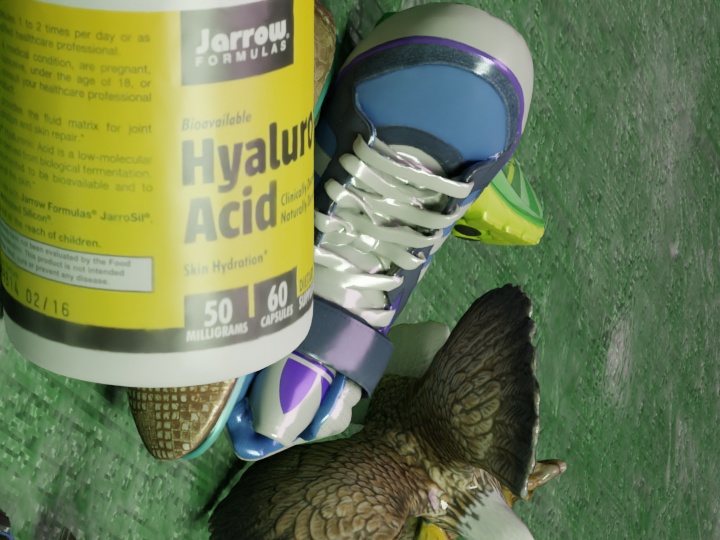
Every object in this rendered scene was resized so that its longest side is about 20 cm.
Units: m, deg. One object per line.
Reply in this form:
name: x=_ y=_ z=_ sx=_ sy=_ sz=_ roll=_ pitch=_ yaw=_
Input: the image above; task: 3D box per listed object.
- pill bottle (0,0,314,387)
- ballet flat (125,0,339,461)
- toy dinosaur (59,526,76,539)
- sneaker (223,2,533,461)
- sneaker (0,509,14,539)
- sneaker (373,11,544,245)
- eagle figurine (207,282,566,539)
pill bottle: x=-0.071 y=-0.071 z=0.957 sx=0.111 sy=0.111 sz=0.201 roll=-41 pitch=135 yaw=-61
ballet flat: x=-0.065 y=-0.027 z=1.084 sx=0.065 sy=0.070 sz=0.201 roll=33 pitch=60 yaw=-38
toy dinosaur: x=-0.112 y=0.161 z=0.986 sx=0.136 sy=0.102 sz=0.201 roll=-43 pitch=148 yaw=-40
sneaker: x=0.000 y=0.000 z=1.119 sx=0.200 sy=0.080 sz=0.147 roll=-47 pitch=-156 yaw=52
sneaker: x=-0.162 y=0.161 z=0.872 sx=0.079 sy=0.075 sz=0.201 roll=74 pitch=38 yaw=-65
sneaker: x=0.048 y=-0.065 z=1.339 sx=0.200 sy=0.074 sz=0.084 roll=43 pitch=61 yaw=-66
eagle figurine: x=0.028 y=0.084 z=1.227 sx=0.200 sy=0.150 sz=0.153 roll=40 pitch=60 yaw=-67
